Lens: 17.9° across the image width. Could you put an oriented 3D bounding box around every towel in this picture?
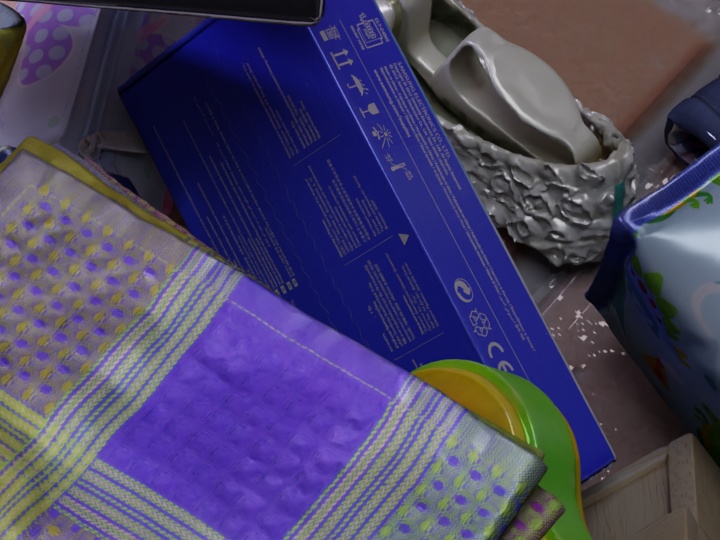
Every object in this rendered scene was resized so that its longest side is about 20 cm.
[{"bbox_3d":[-0.062,0.053,0.622,0.199,0.023,0.144,33,62,23],"label":"towel"}]

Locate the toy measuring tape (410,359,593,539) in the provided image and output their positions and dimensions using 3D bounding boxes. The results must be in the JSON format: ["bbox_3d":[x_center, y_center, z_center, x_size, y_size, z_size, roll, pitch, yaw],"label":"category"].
[{"bbox_3d":[0.063,0.065,0.694,0.199,0.074,0.074,3,55,36],"label":"toy measuring tape"}]

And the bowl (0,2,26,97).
[{"bbox_3d":[-0.212,-0.049,0.711,0.199,0.200,0.109,16,100,6],"label":"bowl"}]

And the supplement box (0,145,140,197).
[{"bbox_3d":[-0.087,0.076,0.735,0.109,0.109,0.201,-33,81,10],"label":"supplement box"}]

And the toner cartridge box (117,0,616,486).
[{"bbox_3d":[0.000,0.000,0.795,0.043,0.095,0.201,-24,85,-48],"label":"toner cartridge box"}]

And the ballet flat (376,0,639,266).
[{"bbox_3d":[0.035,-0.084,0.900,0.200,0.072,0.072,39,66,18],"label":"ballet flat"}]

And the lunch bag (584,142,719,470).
[{"bbox_3d":[0.206,0.004,0.784,0.199,0.128,0.171,-34,78,-11],"label":"lunch bag"}]

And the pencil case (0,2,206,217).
[{"bbox_3d":[-0.099,-0.086,0.879,0.082,0.091,0.201,8,60,2],"label":"pencil case"}]

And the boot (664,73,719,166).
[{"bbox_3d":[0.211,-0.015,0.876,0.090,0.073,0.200,-38,63,-11],"label":"boot"}]

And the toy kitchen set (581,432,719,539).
[{"bbox_3d":[0.088,0.203,0.751,0.163,0.181,0.200,-31,21,21],"label":"toy kitchen set"}]

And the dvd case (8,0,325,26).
[{"bbox_3d":[-0.092,-0.125,0.767,0.149,0.025,0.200,3,22,-7],"label":"dvd case"}]
